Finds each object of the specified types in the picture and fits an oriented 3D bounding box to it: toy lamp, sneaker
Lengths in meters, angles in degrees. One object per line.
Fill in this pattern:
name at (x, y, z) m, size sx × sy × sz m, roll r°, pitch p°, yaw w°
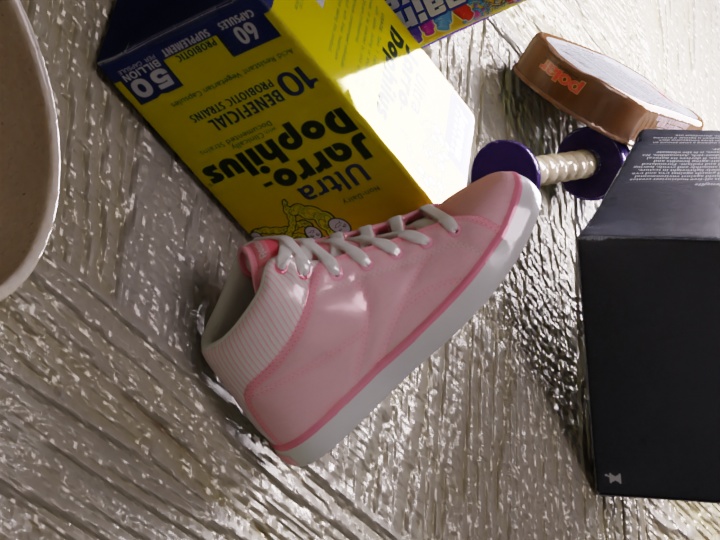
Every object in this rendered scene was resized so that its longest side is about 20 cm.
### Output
toy lamp at (0.145, -0.073, 1.589) m, size 0.200 × 0.058 × 0.058 m, roll -16°, pitch 84°, yaw -60°
sneaker at (0.000, 0.000, 1.165) m, size 0.105 × 0.200 × 0.075 m, roll 46°, pitch -3°, yaw -18°

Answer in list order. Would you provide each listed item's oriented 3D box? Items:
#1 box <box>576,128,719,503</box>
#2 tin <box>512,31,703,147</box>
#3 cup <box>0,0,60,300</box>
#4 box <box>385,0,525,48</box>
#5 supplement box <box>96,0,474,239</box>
box at (0.236, 0.030, 1.542) m, size 0.198 × 0.123 × 0.201 m, roll -52°, pitch 139°, yaw -57°
tin at (0.191, -0.132, 1.670) m, size 0.112 × 0.042 × 0.200 m, roll 43°, pitch 17°, yaw 26°
cup at (-0.230, -0.055, 0.820) m, size 0.200 × 0.143 × 0.201 m, roll 39°, pitch 40°, yaw -42°
box at (0.016, -0.228, 1.315) m, size 0.193 × 0.200 × 0.122 m, roll 65°, pitch 28°, yaw -4°
supplement box at (-0.036, -0.099, 1.229) m, size 0.200 × 0.109 × 0.110 m, roll 48°, pitch 34°, yaw -33°
